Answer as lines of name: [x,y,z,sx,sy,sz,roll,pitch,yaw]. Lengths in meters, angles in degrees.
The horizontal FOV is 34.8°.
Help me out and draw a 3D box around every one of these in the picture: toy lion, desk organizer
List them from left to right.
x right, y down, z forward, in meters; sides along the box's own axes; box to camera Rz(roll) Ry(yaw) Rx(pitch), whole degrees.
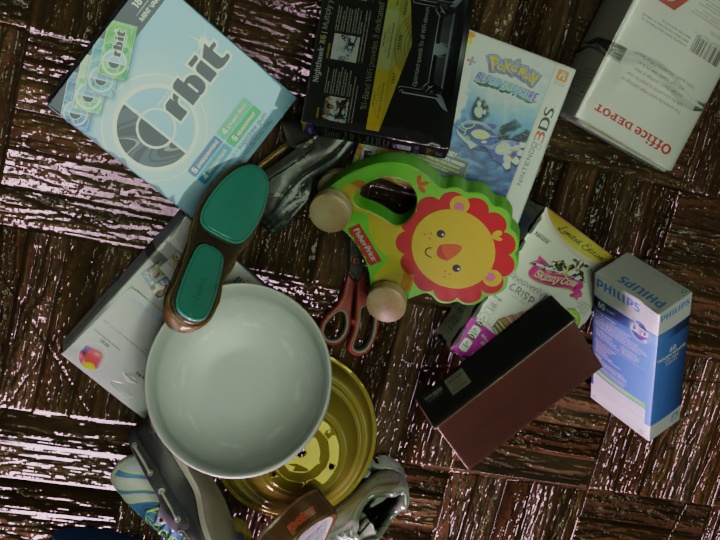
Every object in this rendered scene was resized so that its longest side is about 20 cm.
toy lion: [0.069,-0.043,1.242,0.190,0.069,0.201,-23,114,23]
desk organizer: [0.170,0.129,1.312,0.199,0.072,0.077,-37,116,0]

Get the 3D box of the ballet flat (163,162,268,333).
ballet flat: [-0.155,-0.020,1.182,0.067,0.072,0.202,28,60,-19]

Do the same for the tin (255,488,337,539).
tin: [-0.084,0.315,1.271,0.111,0.042,0.201,-30,156,-33]

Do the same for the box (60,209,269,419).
box: [-0.205,0.059,1.261,0.156,0.041,0.200,42,90,-22]

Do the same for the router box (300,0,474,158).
router box: [0.031,-0.230,1.187,0.155,0.052,0.203,11,85,0]

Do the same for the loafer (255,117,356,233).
loafer: [-0.058,-0.137,1.234,0.072,0.073,0.201,38,91,-18]

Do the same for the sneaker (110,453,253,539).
sneaker: [-0.193,0.284,1.293,0.199,0.105,0.076,37,95,-23]

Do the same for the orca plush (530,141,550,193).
orca plush: [0.150,-0.101,1.303,0.199,0.071,0.106,-34,112,-5]

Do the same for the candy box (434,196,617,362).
candy box: [0.201,0.035,1.363,0.136,0.061,0.201,32,94,-22]

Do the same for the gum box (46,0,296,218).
gum box: [-0.195,-0.179,1.194,0.199,0.045,0.171,38,93,-23]

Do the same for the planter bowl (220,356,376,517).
planter bowl: [-0.071,0.195,1.298,0.197,0.083,0.204,-1,97,-10]

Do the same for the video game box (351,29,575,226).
video game box: [0.111,-0.166,1.250,0.197,0.047,0.185,20,98,3]

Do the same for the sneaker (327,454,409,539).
sneaker: [-0.021,0.308,1.367,0.200,0.081,0.075,-44,114,1]

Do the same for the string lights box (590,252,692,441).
string lights box: [0.329,0.092,1.358,0.058,0.103,0.202,-27,133,-24]

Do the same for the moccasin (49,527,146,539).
moccasin: [-0.262,0.347,1.305,0.198,0.080,0.069,20,98,-20]

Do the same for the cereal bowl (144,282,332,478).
cereal bowl: [-0.128,0.119,1.217,0.197,0.083,0.203,1,79,-3]

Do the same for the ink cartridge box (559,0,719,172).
ink cartridge box: [0.328,-0.237,1.311,0.145,0.083,0.202,25,97,-21]

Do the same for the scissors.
scissors: [0.000,0.000,1.321,0.072,0.014,0.203,9,102,-17]

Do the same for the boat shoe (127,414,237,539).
boat shoe: [-0.192,0.249,1.245,0.062,0.073,0.202,-24,88,12]
